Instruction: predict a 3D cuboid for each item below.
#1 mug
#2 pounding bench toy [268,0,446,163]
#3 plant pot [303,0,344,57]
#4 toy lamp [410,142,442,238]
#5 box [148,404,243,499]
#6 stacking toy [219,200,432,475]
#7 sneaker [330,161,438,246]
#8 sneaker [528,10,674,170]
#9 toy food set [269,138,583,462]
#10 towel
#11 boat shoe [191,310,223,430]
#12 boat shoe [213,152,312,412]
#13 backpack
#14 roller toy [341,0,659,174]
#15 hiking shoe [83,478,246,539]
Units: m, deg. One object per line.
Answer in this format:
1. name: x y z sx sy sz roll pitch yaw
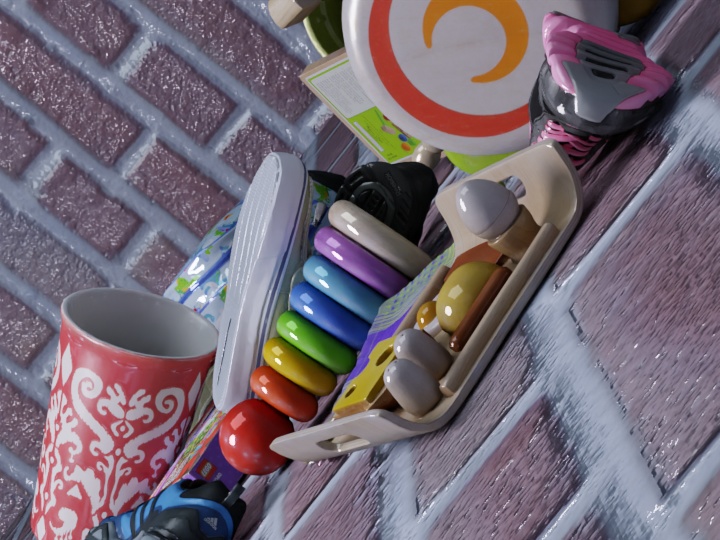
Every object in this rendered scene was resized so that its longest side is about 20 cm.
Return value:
1. mug: -0.182 0.136 1.940 0.134 0.176 0.202 -117 40 -65
2. pounding bench toy: 0.035 -0.216 1.987 0.124 0.200 0.156 -20 31 56
3. plant pot: 0.048 -0.335 2.809 0.201 0.200 0.184 -49 -4 19
4. toy lamp: 0.062 -0.111 1.767 0.201 0.058 0.058 -63 0 29
5. box: -0.091 0.113 1.873 0.201 0.039 0.137 -55 6 -28
6. stacking toy: -0.035 0.054 1.646 0.201 0.085 0.085 -57 6 1
7. sneaker: 0.000 0.000 1.760 0.200 0.076 0.091 -54 -17 29
8. sneaker: 0.128 -0.091 1.357 0.200 0.078 0.096 -67 0 -78
9. toy food set: 0.033 0.019 1.317 0.201 0.060 0.143 -54 15 -26
10. towel: 0.033 0.033 1.503 0.144 0.023 0.200 -48 7 37
11. boat shoe: -0.104 0.081 2.033 0.062 0.072 0.201 59 134 37
12. boat shoe: -0.061 0.012 1.707 0.072 0.061 0.202 -124 44 -62
13. backpack: -0.094 0.002 2.155 0.163 0.153 0.201 -38 27 40
14. roller toy: 0.089 -0.185 1.584 0.200 0.182 0.140 -48 6 30
15. hiking shoe: -0.132 0.190 1.654 0.087 0.074 0.200 -46 14 -18
